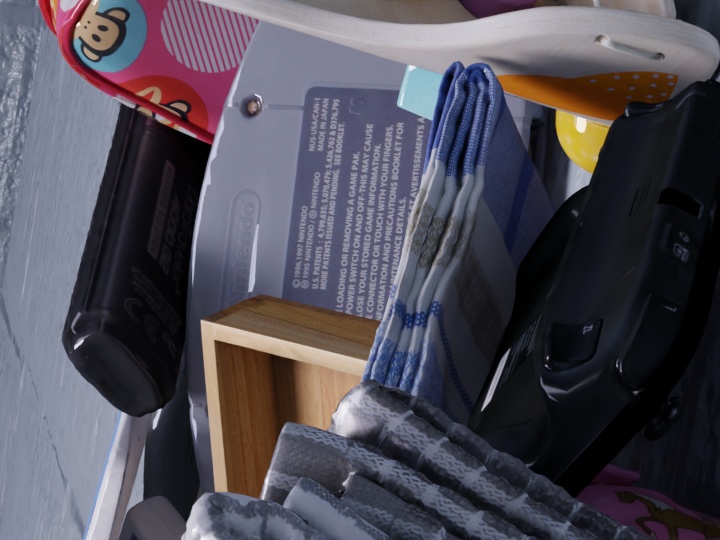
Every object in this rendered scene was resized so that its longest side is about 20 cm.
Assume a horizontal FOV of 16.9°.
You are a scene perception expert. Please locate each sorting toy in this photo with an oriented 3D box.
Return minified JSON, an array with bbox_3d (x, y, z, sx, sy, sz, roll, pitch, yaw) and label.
[{"bbox_3d":[0.011,-0.124,0.837,0.107,0.180,0.200,112,160,-45],"label":"sorting toy"}]

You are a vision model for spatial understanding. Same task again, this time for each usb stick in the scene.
[{"bbox_3d":[-0.087,-0.015,0.982,0.033,0.055,0.200,-27,28,19],"label":"usb stick"}]

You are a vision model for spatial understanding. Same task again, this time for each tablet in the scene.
[{"bbox_3d":[-0.104,0.096,1.006,0.200,0.014,0.130,-86,13,-70],"label":"tablet"}]

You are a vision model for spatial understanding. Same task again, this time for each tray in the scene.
[{"bbox_3d":[-0.001,0.115,0.853,0.098,0.037,0.200,12,114,38],"label":"tray"}]

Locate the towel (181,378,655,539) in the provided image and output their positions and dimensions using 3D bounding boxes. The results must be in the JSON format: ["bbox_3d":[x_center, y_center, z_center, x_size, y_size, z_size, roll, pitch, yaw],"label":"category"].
[{"bbox_3d":[0.038,0.136,0.584,0.086,0.200,0.166,-45,-19,-46],"label":"towel"}]

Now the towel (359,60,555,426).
[{"bbox_3d":[0.036,0.052,0.764,0.147,0.024,0.200,61,-144,-51],"label":"towel"}]

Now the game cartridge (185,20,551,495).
[{"bbox_3d":[0.000,0.000,0.927,0.041,0.133,0.201,23,-107,-72],"label":"game cartridge"}]

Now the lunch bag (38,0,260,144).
[{"bbox_3d":[-0.017,-0.140,0.988,0.200,0.176,0.082,-57,29,12],"label":"lunch bag"}]

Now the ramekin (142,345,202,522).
[{"bbox_3d":[-0.028,0.061,1.049,0.200,0.105,0.201,-173,90,-76],"label":"ramekin"}]

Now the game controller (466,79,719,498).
[{"bbox_3d":[0.066,0.014,0.680,0.104,0.042,0.200,-60,0,28],"label":"game controller"}]

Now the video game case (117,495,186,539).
[{"bbox_3d":[-0.050,0.219,1.000,0.200,0.023,0.182,48,141,24],"label":"video game case"}]

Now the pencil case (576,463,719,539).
[{"bbox_3d":[0.060,0.158,0.698,0.086,0.083,0.201,16,99,46],"label":"pencil case"}]
